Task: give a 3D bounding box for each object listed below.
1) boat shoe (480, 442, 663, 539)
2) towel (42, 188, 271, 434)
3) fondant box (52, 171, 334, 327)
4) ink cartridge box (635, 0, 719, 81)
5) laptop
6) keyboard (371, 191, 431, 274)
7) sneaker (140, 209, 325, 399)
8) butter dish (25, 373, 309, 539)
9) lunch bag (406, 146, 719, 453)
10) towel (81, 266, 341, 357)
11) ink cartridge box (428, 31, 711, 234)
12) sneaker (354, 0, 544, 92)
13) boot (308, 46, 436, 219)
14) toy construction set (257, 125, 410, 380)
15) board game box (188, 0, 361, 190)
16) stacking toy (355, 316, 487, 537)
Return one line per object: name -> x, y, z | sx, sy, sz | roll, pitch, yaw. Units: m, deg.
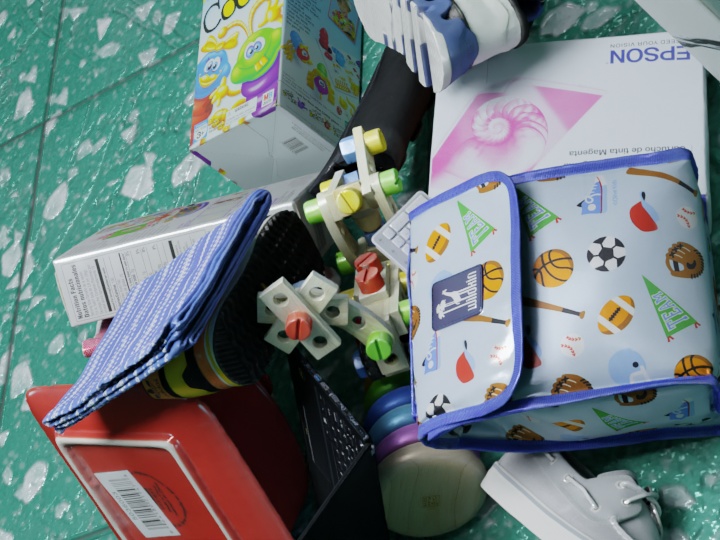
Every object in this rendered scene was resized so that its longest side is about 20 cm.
boat shoe -> 0.156, 0.158, 1.238 | 0.069, 0.072, 0.200 | -55, 31, -1
towel -> -0.141, 0.028, 1.327 | 0.200, 0.024, 0.145 | -32, 23, 49
fondant box -> -0.126, -0.019, 1.532 | 0.199, 0.059, 0.144 | -12, 10, 11
ink cartridge box -> 0.259, -0.217, 1.288 | 0.083, 0.200, 0.147 | 22, 79, 53
laptop -> -0.035, 0.183, 1.300 | 0.103, 0.178, 0.200 | -21, 37, -18
keyboard -> 0.098, 0.027, 1.311 | 0.056, 0.200, 0.011 | -45, -9, -22
sneaker -> -0.094, 0.023, 1.367 | 0.090, 0.070, 0.200 | -19, 21, 27
butter dish -> -0.118, 0.126, 1.463 | 0.199, 0.200, 0.148 | -3, 38, 40
lunch bag -> 0.128, 0.024, 1.244 | 0.199, 0.124, 0.171 | -7, 65, 13
towel -> -0.112, 0.030, 1.490 | 0.199, 0.030, 0.146 | -15, 7, -1
ink cartridge box -> 0.147, -0.076, 1.362 | 0.195, 0.043, 0.201 | -3, 56, 12
sneaker -> 0.069, -0.204, 1.420 | 0.115, 0.081, 0.200 | -17, 39, -15
boot -> 0.041, -0.152, 1.491 | 0.200, 0.065, 0.165 | -60, 3, -38
toy construction set -> 0.000, 0.000, 1.356 | 0.092, 0.131, 0.200 | -10, 30, 25
board game box -> -0.070, -0.176, 1.658 | 0.103, 0.105, 0.201 | -23, 49, 33
stacking toy -> 0.034, 0.095, 1.398 | 0.085, 0.085, 0.200 | -38, 36, 19
